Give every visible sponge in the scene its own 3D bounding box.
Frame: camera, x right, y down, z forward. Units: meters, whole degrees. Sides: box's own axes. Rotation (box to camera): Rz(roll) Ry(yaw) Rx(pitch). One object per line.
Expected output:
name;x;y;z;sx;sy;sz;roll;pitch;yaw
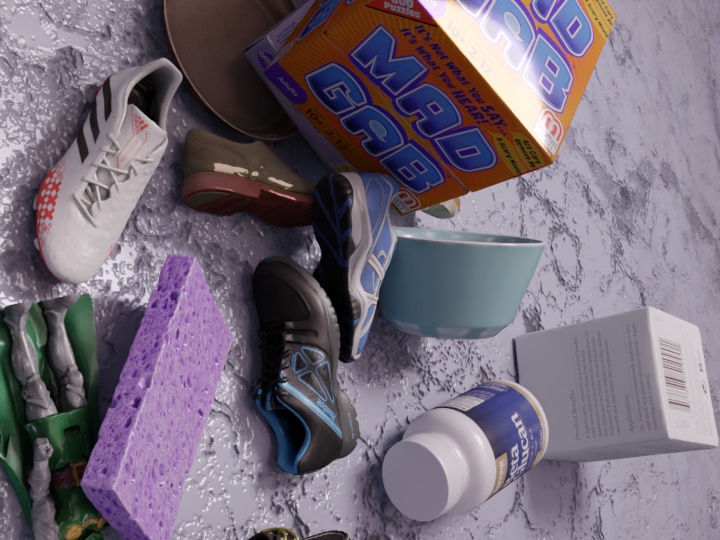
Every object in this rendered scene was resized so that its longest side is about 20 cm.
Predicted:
sponge;-0.147;0.098;0.657;0.112;0.029;0.201;77;19;-49

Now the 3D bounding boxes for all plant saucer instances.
plant saucer;-0.121;-0.221;0.852;0.199;0.032;0.202;20;63;-46

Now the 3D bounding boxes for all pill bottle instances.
pill bottle;0.113;0.194;0.928;0.199;0.110;0.112;-14;88;-52

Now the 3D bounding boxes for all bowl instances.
bowl;0.096;0.013;0.931;0.200;0.199;0.106;-5;100;-51

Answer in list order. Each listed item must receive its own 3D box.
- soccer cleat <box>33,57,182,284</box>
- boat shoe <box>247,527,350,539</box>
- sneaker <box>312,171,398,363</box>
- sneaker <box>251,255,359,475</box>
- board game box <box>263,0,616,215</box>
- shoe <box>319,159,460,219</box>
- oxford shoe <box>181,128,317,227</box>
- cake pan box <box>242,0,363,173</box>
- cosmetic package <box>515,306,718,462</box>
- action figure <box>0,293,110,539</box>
soccer cleat;-0.192;-0.084;0.672;0.069;0.085;0.202;39;50;-36
boat shoe;-0.076;0.246;0.708;0.200;0.071;0.061;-9;88;-49
sneaker;0.000;0.000;0.828;0.077;0.076;0.202;-18;127;-36
sneaker;-0.060;0.086;0.785;0.082;0.073;0.202;-20;92;-50
board game box;0.075;-0.208;0.796;0.200;0.199;0.201;43;58;-23
shoe;0.033;-0.101;0.977;0.199;0.070;0.054;30;75;-32
oxford shoe;-0.082;-0.088;0.823;0.199;0.070;0.075;11;66;-49
cake pan box;0.002;-0.205;0.896;0.200;0.052;0.185;-47;112;-35
cosmetic package;0.334;0.159;1.139;0.164;0.199;0.167;17;64;-46
action figure;-0.210;0.120;0.609;0.118;0.054;0.202;-12;91;-55
